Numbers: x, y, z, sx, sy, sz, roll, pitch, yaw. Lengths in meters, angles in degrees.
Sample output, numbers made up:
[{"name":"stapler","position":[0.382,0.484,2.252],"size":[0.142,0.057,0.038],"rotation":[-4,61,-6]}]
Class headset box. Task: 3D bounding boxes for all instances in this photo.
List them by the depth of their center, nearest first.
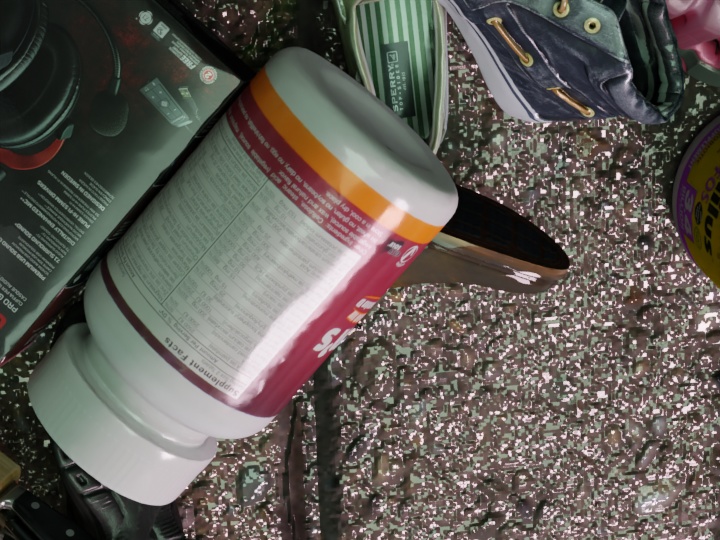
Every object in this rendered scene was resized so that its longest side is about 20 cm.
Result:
[{"name":"headset box","position":[-0.167,-0.064,0.933],"size":[0.149,0.075,0.200],"rotation":[43,98,-2]}]

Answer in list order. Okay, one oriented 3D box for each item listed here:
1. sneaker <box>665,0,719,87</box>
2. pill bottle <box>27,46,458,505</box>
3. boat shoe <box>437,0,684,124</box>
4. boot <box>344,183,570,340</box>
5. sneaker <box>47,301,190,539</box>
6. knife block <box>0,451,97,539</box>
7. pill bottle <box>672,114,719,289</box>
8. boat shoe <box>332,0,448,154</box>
[{"name":"sneaker","position":[0.143,-0.178,0.976],"size":[0.199,0.079,0.096],"rotation":[36,77,-18]},{"name":"pill bottle","position":[-0.057,0.006,0.913],"size":[0.109,0.110,0.200],"rotation":[37,105,-18]},{"name":"boat shoe","position":[0.081,-0.142,0.925],"size":[0.200,0.090,0.071],"rotation":[49,59,-42]},{"name":"boot","position":[0.000,0.000,1.008],"size":[0.198,0.075,0.098],"rotation":[16,114,-3]},{"name":"sneaker","position":[-0.125,0.116,1.016],"size":[0.075,0.091,0.202],"rotation":[-9,87,-25]},{"name":"knife block","position":[-0.207,0.107,0.954],"size":[0.175,0.064,0.201],"rotation":[-7,115,39]},{"name":"pill bottle","position":[0.226,-0.012,0.965],"size":[0.103,0.200,0.105],"rotation":[-3,108,-9]},{"name":"boat shoe","position":[0.016,-0.145,0.961],"size":[0.071,0.062,0.202],"rotation":[-13,110,-5]}]
